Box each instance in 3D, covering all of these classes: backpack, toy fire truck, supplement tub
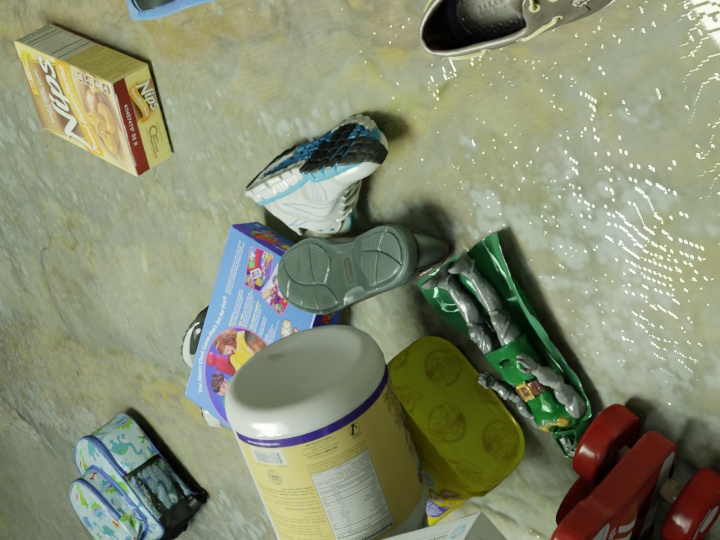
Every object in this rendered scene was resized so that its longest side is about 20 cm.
[{"bbox_3d":[-0.358,0.332,1.813,0.201,0.146,0.183,52,146,10],"label":"backpack"},{"bbox_3d":[0.191,0.219,0.941,0.112,0.167,0.202,36,144,28],"label":"toy fire truck"},{"bbox_3d":[-0.023,0.167,1.039,0.144,0.145,0.202,12,129,48],"label":"supplement tub"}]

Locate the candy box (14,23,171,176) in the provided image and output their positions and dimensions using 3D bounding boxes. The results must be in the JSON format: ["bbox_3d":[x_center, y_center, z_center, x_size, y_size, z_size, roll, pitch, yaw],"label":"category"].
[{"bbox_3d":[-0.300,-0.193,1.332,0.199,0.055,0.117,26,138,39],"label":"candy box"}]

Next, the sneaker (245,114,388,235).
[{"bbox_3d":[-0.022,-0.076,1.067,0.087,0.075,0.199,49,154,-16],"label":"sneaker"}]

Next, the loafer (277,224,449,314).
[{"bbox_3d":[0.000,0.000,1.082,0.199,0.062,0.073,-11,84,52],"label":"loafer"}]

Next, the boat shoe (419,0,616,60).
[{"bbox_3d":[0.111,-0.187,0.776,0.199,0.059,0.073,-14,108,57],"label":"boat shoe"}]

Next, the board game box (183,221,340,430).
[{"bbox_3d":[-0.099,0.070,1.223,0.134,0.045,0.202,30,113,30],"label":"board game box"}]

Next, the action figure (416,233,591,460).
[{"bbox_3d":[0.133,0.076,1.003,0.201,0.055,0.118,52,146,-3],"label":"action figure"}]

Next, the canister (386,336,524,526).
[{"bbox_3d":[0.058,0.168,1.154,0.149,0.086,0.200,51,150,9],"label":"canister"}]

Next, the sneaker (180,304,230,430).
[{"bbox_3d":[-0.157,0.120,1.426,0.079,0.074,0.202,20,141,30],"label":"sneaker"}]

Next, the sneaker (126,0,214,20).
[{"bbox_3d":[-0.151,-0.274,1.050,0.198,0.070,0.079,-1,115,47],"label":"sneaker"}]

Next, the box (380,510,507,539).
[{"bbox_3d":[0.070,0.270,0.921,0.156,0.041,0.199,49,138,-11],"label":"box"}]
